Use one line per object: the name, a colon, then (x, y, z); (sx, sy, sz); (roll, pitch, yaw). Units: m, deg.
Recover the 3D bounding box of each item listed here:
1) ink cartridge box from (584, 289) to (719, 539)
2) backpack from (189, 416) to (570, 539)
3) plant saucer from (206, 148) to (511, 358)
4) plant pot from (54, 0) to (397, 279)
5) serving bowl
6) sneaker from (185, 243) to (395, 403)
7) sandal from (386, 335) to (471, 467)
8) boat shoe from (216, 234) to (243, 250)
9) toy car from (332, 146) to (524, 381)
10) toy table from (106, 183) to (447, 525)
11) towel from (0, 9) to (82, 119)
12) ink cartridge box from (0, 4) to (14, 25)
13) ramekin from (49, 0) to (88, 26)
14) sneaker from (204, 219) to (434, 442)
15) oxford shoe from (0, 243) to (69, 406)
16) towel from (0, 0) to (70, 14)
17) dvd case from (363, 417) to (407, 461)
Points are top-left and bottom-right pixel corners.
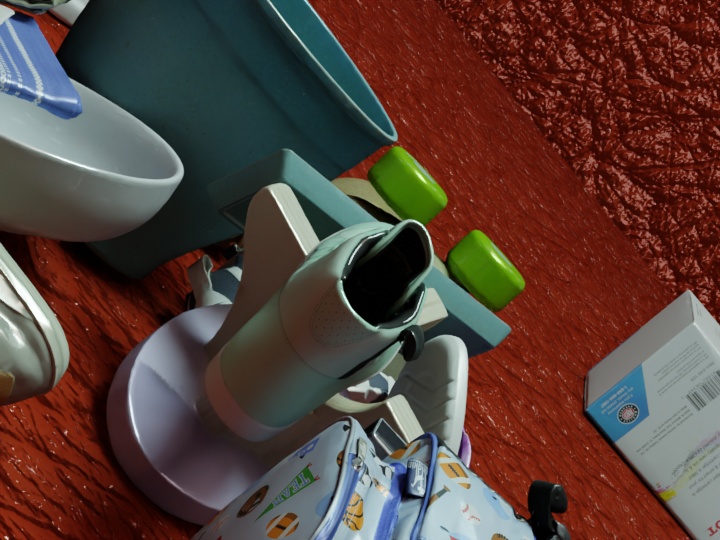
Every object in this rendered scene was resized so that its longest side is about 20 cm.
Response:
ink cartridge box: (0.347, 0.154, 2.271); (0.200, 0.146, 0.146); (49, 13, -6)
backpack: (-0.011, 0.176, 1.008); (0.154, 0.200, 0.191); (36, 26, -19)
plant saucer: (0.000, 0.000, 1.296); (0.200, 0.070, 0.019); (39, 46, -31)
plant pot: (-0.110, -0.103, 1.385); (0.200, 0.187, 0.200); (51, 9, -11)
serving bowl: (-0.199, -0.068, 1.221); (0.199, 0.066, 0.200); (24, 13, -6)
sneaker: (-0.047, 0.044, 1.441); (0.198, 0.079, 0.130); (17, 43, -49)
sandal: (0.036, 0.140, 1.286); (0.049, 0.205, 0.082); (17, -9, -31)
boat shoe: (-0.085, -0.049, 1.585); (0.060, 0.072, 0.202); (48, 9, 15)
toy car: (0.002, -0.005, 1.578); (0.158, 0.164, 0.200); (46, 8, -17)
toy table: (-0.040, 0.058, 1.240); (0.185, 0.117, 0.200); (55, 33, -2)
towel: (-0.254, -0.135, 1.198); (0.199, 0.024, 0.145); (17, 18, -27)
ink cartridge box: (-0.277, -0.197, 1.192); (0.199, 0.068, 0.117); (24, 16, -4)
ramekin: (-0.229, -0.285, 1.702); (0.202, 0.094, 0.203); (47, 13, -15)
sneaker: (0.012, 0.010, 1.133); (0.074, 0.118, 0.200); (51, 33, -4)
oxford shoe: (-0.222, -0.013, 1.078); (0.200, 0.075, 0.058); (50, 50, 6)
towel: (-0.257, -0.198, 1.355); (0.191, 0.035, 0.200); (22, 11, 0)
dvd case: (0.023, 0.189, 1.139); (0.200, 0.150, 0.025); (48, 29, -8)
